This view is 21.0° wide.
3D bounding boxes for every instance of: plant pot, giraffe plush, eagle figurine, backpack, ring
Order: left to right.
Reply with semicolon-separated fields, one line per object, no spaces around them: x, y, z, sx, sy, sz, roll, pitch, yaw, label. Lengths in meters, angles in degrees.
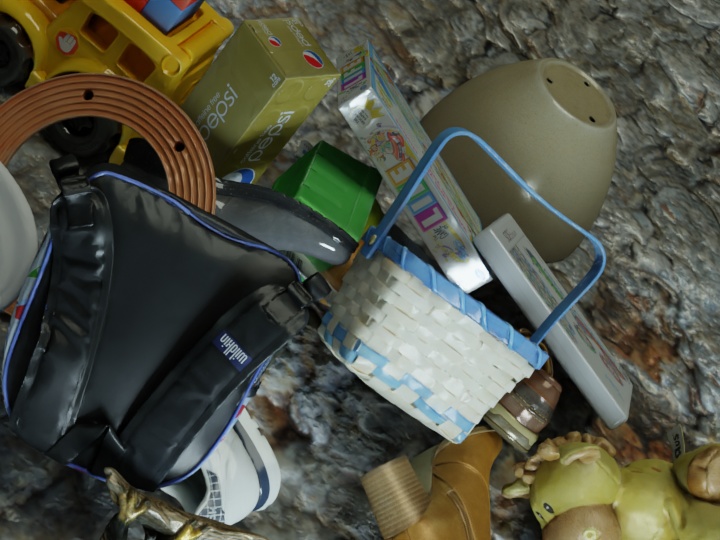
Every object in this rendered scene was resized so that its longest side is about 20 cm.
-0.205;-0.051;1.439;0.201;0.200;0.019;51;-6;15;ring
-0.160;0.232;1.216;0.151;0.151;0.201;9;65;23;eagle figurine
-0.150;0.043;1.298;0.199;0.191;0.154;28;-2;-5;backpack
0.172;-0.127;1.883;0.200;0.135;0.201;26;37;-21;plant pot
0.210;0.191;1.566;0.162;0.173;0.200;13;34;-23;giraffe plush

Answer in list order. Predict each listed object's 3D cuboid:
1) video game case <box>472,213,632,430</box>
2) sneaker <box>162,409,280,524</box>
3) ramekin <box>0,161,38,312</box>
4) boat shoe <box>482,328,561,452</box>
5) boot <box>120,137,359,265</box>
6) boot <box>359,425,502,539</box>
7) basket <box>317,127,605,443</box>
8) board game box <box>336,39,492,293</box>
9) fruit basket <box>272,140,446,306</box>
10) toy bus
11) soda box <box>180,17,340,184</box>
0.173;0.041;1.707;0.200;0.024;0.182;55;11;1;video game case
-0.139;0.097;1.405;0.080;0.076;0.200;-20;64;-41;sneaker
-0.331;-0.018;1.324;0.200;0.098;0.201;25;37;-21;ramekin
0.132;0.085;1.628;0.072;0.068;0.200;40;11;-14;boat shoe
-0.112;-0.008;1.490;0.199;0.132;0.070;21;-3;0;boot
0.080;0.204;1.509;0.201;0.071;0.144;-13;74;-60;boot
0.073;0.013;1.491;0.176;0.200;0.139;40;3;-21;basket
0.045;-0.089;1.660;0.200;0.034;0.135;57;11;-20;board game box
0.000;0.000;1.629;0.200;0.094;0.185;49;27;-18;fruit basket
-0.205;-0.211;1.574;0.200;0.192;0.136;40;36;2;toy bus
-0.105;-0.111;1.547;0.068;0.200;0.064;-12;59;-49;soda box
